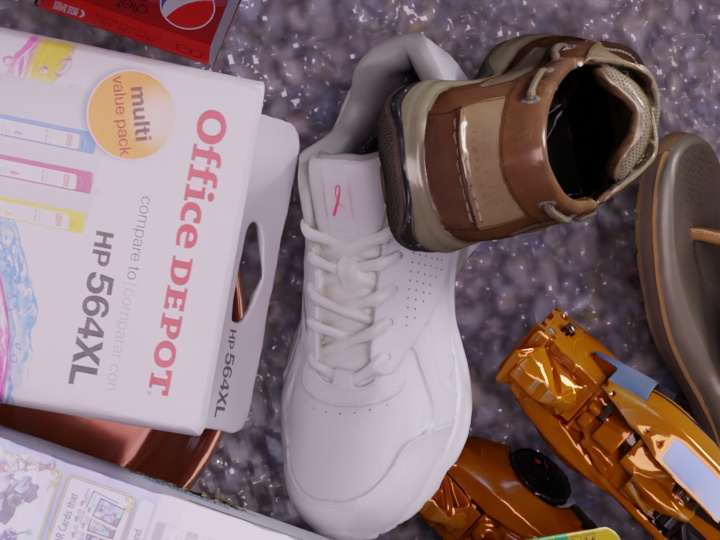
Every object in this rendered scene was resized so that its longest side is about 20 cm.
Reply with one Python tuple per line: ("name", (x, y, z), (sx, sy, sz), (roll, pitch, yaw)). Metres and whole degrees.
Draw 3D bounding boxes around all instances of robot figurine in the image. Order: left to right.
("robot figurine", (0.113, 0.120, 0.990), (0.200, 0.058, 0.145), (44, 118, 8))

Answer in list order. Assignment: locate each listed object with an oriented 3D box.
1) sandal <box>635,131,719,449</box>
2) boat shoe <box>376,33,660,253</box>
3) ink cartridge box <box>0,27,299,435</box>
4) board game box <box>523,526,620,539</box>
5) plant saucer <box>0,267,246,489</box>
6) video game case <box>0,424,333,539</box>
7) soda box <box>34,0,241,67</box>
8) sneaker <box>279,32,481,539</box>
("sandal", (0.159, 0.039, 1.017), (0.054, 0.080, 0.201), (-12, 98, 29))
("boat shoe", (0.076, -0.048, 0.952), (0.073, 0.200, 0.076), (-7, 101, 27))
("ink cartridge box", (-0.123, -0.018, 0.917), (0.198, 0.125, 0.130), (10, 88, -9))
("board game box", (0.059, 0.198, 0.942), (0.095, 0.030, 0.202), (-6, 97, -25))
("plant saucer", (-0.144, 0.022, 0.993), (0.199, 0.032, 0.202), (0, 90, -11))
("video game case", (-0.119, 0.163, 0.897), (0.180, 0.045, 0.201), (20, 86, -10))
("soda box", (-0.065, -0.162, 0.928), (0.070, 0.201, 0.064), (18, 127, -10))
("sneaker", (0.000, 0.000, 0.959), (0.077, 0.099, 0.201), (-1, 64, 23))
